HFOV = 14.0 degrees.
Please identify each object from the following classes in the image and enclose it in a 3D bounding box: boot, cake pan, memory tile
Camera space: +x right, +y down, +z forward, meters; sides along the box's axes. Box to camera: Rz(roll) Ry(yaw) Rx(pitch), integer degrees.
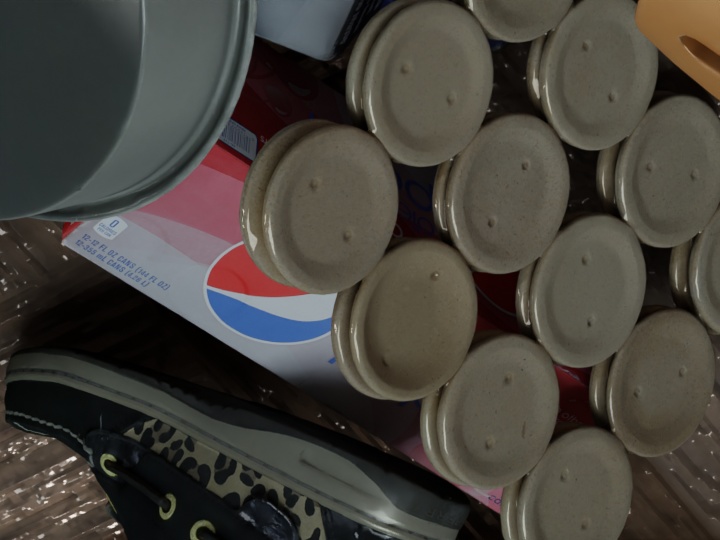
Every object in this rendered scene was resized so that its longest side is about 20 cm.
[{"bbox_3d":[-0.066,0.115,0.976,0.203,0.155,0.073,16,177,42],"label":"boot"},{"bbox_3d":[-0.120,-0.100,0.856,0.199,0.037,0.201,18,124,28],"label":"cake pan"},{"bbox_3d":[0.055,-0.010,0.912,0.017,0.154,0.200,16,154,48],"label":"memory tile"}]

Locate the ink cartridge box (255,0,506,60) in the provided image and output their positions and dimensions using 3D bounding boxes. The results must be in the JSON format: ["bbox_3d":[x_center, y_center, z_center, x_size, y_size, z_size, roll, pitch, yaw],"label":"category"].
[{"bbox_3d":[-0.014,-0.157,0.857,0.199,0.041,0.200,18,130,-9],"label":"ink cartridge box"}]

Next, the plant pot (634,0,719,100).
[{"bbox_3d":[0.164,-0.099,0.803,0.139,0.200,0.201,25,130,6],"label":"plant pot"}]

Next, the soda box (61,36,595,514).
[{"bbox_3d":[0.000,0.000,0.960,0.199,0.064,0.070,33,126,-28],"label":"soda box"}]

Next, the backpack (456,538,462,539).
[{"bbox_3d":[0.052,0.195,1.062,0.199,0.178,0.151,12,135,-17],"label":"backpack"}]
